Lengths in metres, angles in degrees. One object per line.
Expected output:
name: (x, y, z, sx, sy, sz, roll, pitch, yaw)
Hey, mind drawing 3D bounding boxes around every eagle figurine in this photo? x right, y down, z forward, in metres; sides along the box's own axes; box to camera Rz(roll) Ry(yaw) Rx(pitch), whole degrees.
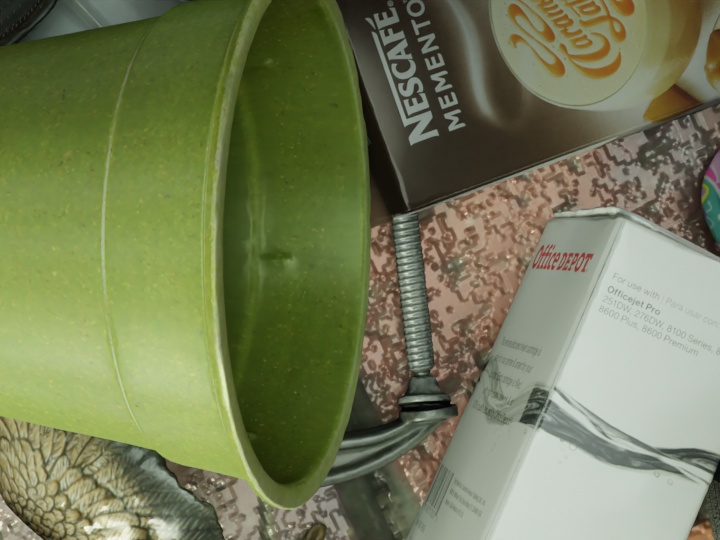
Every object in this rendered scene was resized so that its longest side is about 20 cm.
eagle figurine: (-0.119, 0.139, 0.792, 0.200, 0.152, 0.151, 37, 118, -26)

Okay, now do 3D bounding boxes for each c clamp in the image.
c clamp: (0.000, 0.000, 0.859, 0.169, 0.027, 0.202, -1, 90, -6)

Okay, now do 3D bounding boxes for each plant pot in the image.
plant pot: (-0.110, -0.016, 0.713, 0.188, 0.200, 0.202, 2, 90, 15)

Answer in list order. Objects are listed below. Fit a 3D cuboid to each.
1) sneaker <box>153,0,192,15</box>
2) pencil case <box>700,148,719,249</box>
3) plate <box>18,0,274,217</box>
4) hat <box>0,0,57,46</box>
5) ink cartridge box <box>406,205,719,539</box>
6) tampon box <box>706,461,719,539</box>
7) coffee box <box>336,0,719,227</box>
sneaker: (-0.122, -0.182, 0.824, 0.081, 0.077, 0.202, -7, 90, 1)
pencil case: (0.227, -0.039, 0.795, 0.087, 0.200, 0.088, 2, 84, -21)
plate: (-0.144, -0.044, 0.812, 0.199, 0.032, 0.200, -42, 95, 14)
hat: (-0.197, -0.177, 0.765, 0.199, 0.081, 0.203, -8, 74, 29)
ink cartridge box: (0.092, 0.081, 0.810, 0.084, 0.145, 0.201, 24, 89, -7)
tampon box: (0.232, 0.113, 0.741, 0.149, 0.200, 0.127, -13, 92, -1)
coffee box: (0.082, -0.105, 0.828, 0.199, 0.080, 0.115, -21, 92, -14)
